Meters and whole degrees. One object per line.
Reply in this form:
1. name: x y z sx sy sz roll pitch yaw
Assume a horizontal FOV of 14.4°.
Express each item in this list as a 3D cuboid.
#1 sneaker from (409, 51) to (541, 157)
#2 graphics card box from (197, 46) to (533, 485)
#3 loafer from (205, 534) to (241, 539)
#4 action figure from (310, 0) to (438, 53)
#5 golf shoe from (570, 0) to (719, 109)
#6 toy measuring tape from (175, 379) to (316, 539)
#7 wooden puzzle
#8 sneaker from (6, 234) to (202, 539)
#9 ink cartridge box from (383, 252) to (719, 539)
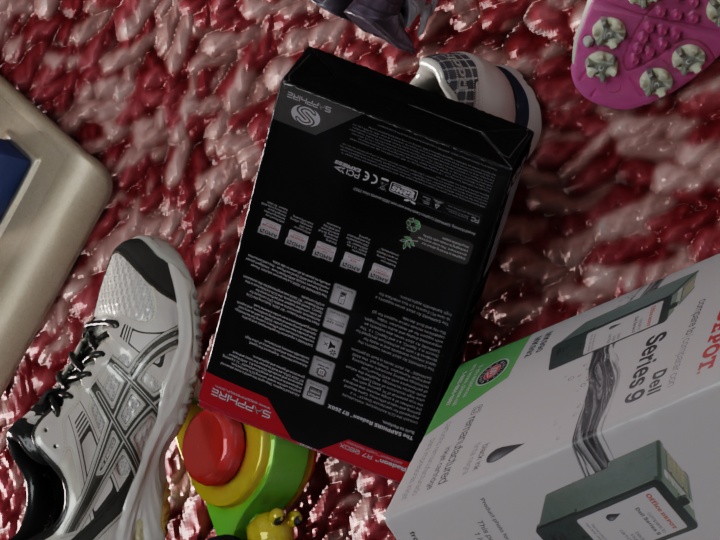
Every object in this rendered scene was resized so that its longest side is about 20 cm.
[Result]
1. sneaker: 0.007 -0.032 1.491 0.076 0.080 0.200 44 110 29
2. graphics card box: 0.000 0.000 1.438 0.125 0.051 0.201 21 123 9
3. loafer: -0.052 0.237 1.485 0.070 0.068 0.201 -24 87 40
4. action figure: 0.042 -0.219 1.503 0.130 0.069 0.201 33 99 41
5. golf shoe: 0.166 -0.171 1.415 0.200 0.075 0.092 -58 17 29
6. toy measuring tape: -0.070 0.066 1.543 0.074 0.073 0.201 -39 54 24
7. wooden puzzle: -0.258 -0.032 1.696 0.200 0.046 0.186 38 105 32
8. sneaker: -0.141 0.075 1.514 0.076 0.087 0.201 -13 67 60
9. ink cartridge box: 0.129 0.076 1.341 0.199 0.146 0.084 -25 108 29
